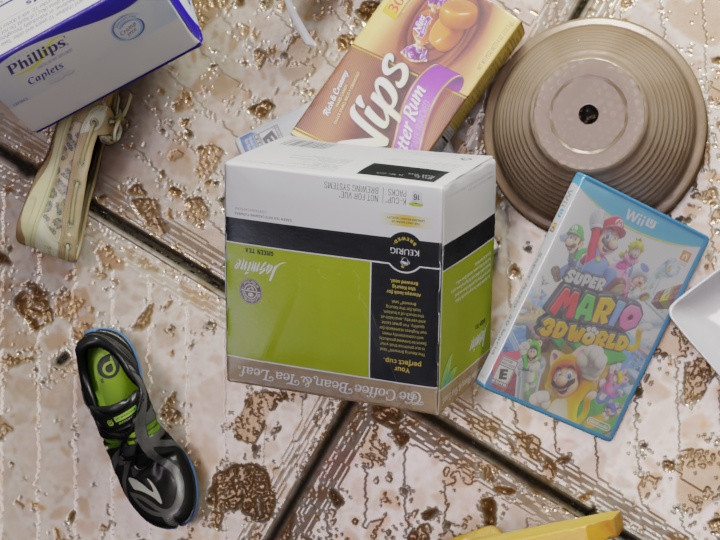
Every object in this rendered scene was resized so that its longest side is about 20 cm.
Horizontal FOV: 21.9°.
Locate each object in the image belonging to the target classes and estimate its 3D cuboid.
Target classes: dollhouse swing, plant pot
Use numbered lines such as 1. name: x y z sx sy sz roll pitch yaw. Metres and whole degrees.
1. dollhouse swing: 0.127 0.290 1.556 0.175 0.200 0.183 2 85 10
2. plant pot: 0.203 -0.128 1.633 0.200 0.093 0.202 -1 86 11

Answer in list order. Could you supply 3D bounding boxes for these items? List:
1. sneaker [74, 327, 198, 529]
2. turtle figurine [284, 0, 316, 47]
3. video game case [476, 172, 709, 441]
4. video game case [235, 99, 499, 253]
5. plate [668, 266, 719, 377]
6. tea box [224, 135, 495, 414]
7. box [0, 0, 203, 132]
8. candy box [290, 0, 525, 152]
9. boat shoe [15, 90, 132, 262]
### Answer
1. sneaker: -0.212 0.145 1.693 0.070 0.083 0.200 -26 81 8
2. turtle figurine: -0.068 -0.324 1.662 0.193 0.144 0.200 18 45 29
3. video game case: 0.202 0.034 1.611 0.143 0.018 0.201 24 94 -24
4. video game case: 0.004 -0.069 1.701 0.182 0.022 0.201 -26 81 8
5. plate: 0.402 0.051 1.609 0.200 0.032 0.200 -39 79 5
6. tea box: 0.000 0.000 1.585 0.199 0.134 0.198 8 106 22
7. box: -0.262 -0.256 1.687 0.183 0.105 0.201 -27 50 8
8. candy box: 0.042 -0.168 1.663 0.116 0.056 0.200 36 92 10
9. boat shoe: -0.255 -0.108 1.734 0.062 0.073 0.201 24 95 4
